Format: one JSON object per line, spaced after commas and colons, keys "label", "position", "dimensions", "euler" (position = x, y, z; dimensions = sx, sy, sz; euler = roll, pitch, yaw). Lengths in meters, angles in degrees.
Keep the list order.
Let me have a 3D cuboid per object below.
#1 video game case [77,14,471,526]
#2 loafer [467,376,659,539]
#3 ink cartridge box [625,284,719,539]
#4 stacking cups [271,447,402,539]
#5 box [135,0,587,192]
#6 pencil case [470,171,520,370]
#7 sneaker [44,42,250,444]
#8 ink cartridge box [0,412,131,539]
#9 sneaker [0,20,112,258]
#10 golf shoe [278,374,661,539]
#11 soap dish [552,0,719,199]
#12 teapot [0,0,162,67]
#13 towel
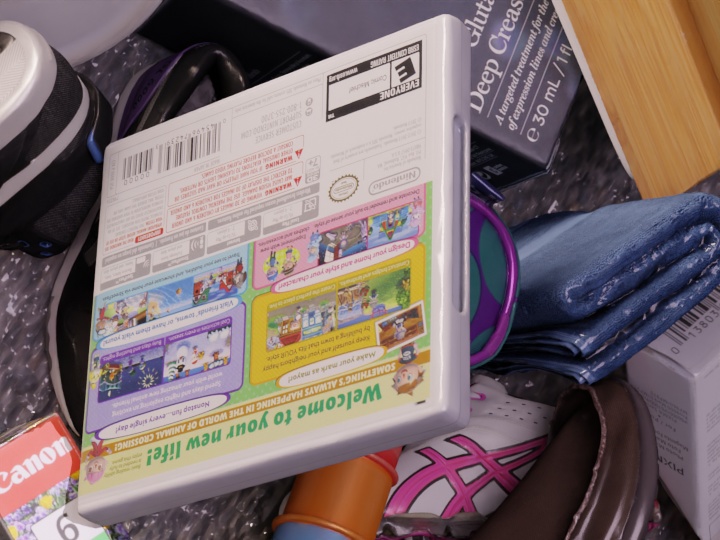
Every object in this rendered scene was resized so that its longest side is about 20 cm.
{"label": "video game case", "position": [-0.037, 0.002, 1.084], "dimensions": [0.022, 0.199, 0.183], "euler": [30, 52, -45]}
{"label": "loafer", "position": [0.080, 0.136, 1.171], "dimensions": [0.071, 0.073, 0.201], "euler": [24, 69, -16]}
{"label": "ink cartridge box", "position": [0.203, 0.054, 1.273], "dimensions": [0.057, 0.200, 0.162], "euler": [36, 64, 28]}
{"label": "stacking cups", "position": [-0.026, 0.138, 1.146], "dimensions": [0.060, 0.060, 0.201], "euler": [23, 65, -15]}
{"label": "box", "position": [0.015, -0.148, 1.250], "dimensions": [0.199, 0.107, 0.149], "euler": [25, 75, -14]}
{"label": "pencil case", "position": [0.000, 0.000, 1.175], "dimensions": [0.092, 0.200, 0.085], "euler": [45, 75, -15]}
{"label": "sneaker", "position": [-0.097, -0.012, 1.202], "dimensions": [0.075, 0.088, 0.201], "euler": [12, 79, -18]}
{"label": "ink cartridge box", "position": [-0.150, 0.108, 1.155], "dimensions": [0.050, 0.109, 0.201], "euler": [-31, 93, -20]}
{"label": "sneaker", "position": [-0.195, -0.018, 1.179], "dimensions": [0.200, 0.112, 0.073], "euler": [-38, 55, 7]}
{"label": "golf shoe", "position": [0.048, 0.100, 1.253], "dimensions": [0.199, 0.073, 0.093], "euler": [-4, 68, -25]}
{"label": "soap dish", "position": [0.164, -0.152, 1.210], "dimensions": [0.157, 0.081, 0.201], "euler": [-33, 108, -29]}
{"label": "teapot", "position": [-0.176, -0.193, 1.171], "dimensions": [0.200, 0.197, 0.147], "euler": [36, 28, -44]}
{"label": "towel", "position": [0.094, 0.010, 1.206], "dimensions": [0.111, 0.200, 0.049], "euler": [-33, 99, -21]}
